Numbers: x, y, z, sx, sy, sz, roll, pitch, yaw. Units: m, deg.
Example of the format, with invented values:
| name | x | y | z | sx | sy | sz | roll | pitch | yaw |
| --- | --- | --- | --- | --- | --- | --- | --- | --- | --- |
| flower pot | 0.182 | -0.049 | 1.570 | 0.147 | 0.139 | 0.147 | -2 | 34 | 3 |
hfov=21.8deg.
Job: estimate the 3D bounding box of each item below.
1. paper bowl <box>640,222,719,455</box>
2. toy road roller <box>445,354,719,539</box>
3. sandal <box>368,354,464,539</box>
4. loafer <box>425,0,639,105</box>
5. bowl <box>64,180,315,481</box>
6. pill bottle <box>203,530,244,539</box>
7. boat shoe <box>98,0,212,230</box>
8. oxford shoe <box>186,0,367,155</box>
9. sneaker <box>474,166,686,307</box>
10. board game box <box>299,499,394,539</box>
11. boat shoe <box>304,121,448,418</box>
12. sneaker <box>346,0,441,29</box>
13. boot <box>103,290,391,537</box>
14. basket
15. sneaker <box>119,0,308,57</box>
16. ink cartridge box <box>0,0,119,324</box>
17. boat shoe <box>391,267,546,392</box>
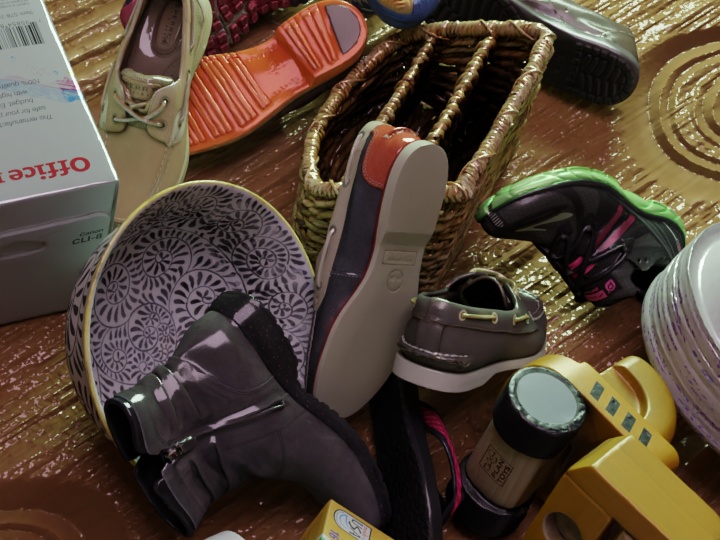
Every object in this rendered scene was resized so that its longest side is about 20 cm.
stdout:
| name | x | y | z | sx | sy | sz | roll | pitch | yaw |
| --- | --- | --- | --- | --- | --- | --- | --- | --- | --- |
| paper bowl | 0.306 | 0.049 | 1.320 | 0.200 | 0.104 | 0.202 | 21 | 43 | -21 |
| toy road roller | 0.169 | 0.142 | 1.248 | 0.146 | 0.123 | 0.200 | -26 | 63 | -41 |
| sandal | 0.041 | 0.126 | 1.259 | 0.045 | 0.075 | 0.201 | 9 | 49 | -21 |
| loafer | 0.138 | -0.201 | 1.528 | 0.199 | 0.073 | 0.071 | 28 | 42 | 1 |
| bowl | -0.128 | 0.042 | 1.241 | 0.094 | 0.202 | 0.201 | 1 | 36 | 45 |
| pill bottle | -0.148 | 0.232 | 1.108 | 0.199 | 0.112 | 0.112 | -21 | 62 | -27 |
| boat shoe | -0.158 | -0.123 | 1.356 | 0.071 | 0.065 | 0.202 | 8 | 78 | 9 |
| oxford shoe | -0.082 | -0.131 | 1.424 | 0.199 | 0.073 | 0.072 | -26 | 74 | -8 |
| sneaker | 0.169 | -0.020 | 1.362 | 0.199 | 0.077 | 0.084 | 14 | 61 | -34 |
| board game box | 0.045 | 0.239 | 1.119 | 0.199 | 0.040 | 0.153 | 33 | 22 | -8 |
| boat shoe | 0.000 | 0.000 | 1.254 | 0.071 | 0.201 | 0.062 | 6 | 15 | -47 |
| sneaker | 0.024 | -0.232 | 1.484 | 0.075 | 0.089 | 0.201 | 7 | 35 | -11 |
| boot | -0.075 | 0.125 | 1.193 | 0.132 | 0.070 | 0.200 | -47 | 110 | -29 |
| basket | 0.037 | -0.102 | 1.374 | 0.142 | 0.149 | 0.201 | 27 | 54 | 7 |
| sneaker | -0.110 | -0.227 | 1.482 | 0.199 | 0.081 | 0.074 | -29 | 47 | -36 |
| ink cartridge box | -0.268 | -0.079 | 1.285 | 0.144 | 0.145 | 0.201 | -13 | 58 | -22 |
| boat shoe | 0.085 | 0.033 | 1.287 | 0.072 | 0.061 | 0.201 | 17 | 15 | 22 |
